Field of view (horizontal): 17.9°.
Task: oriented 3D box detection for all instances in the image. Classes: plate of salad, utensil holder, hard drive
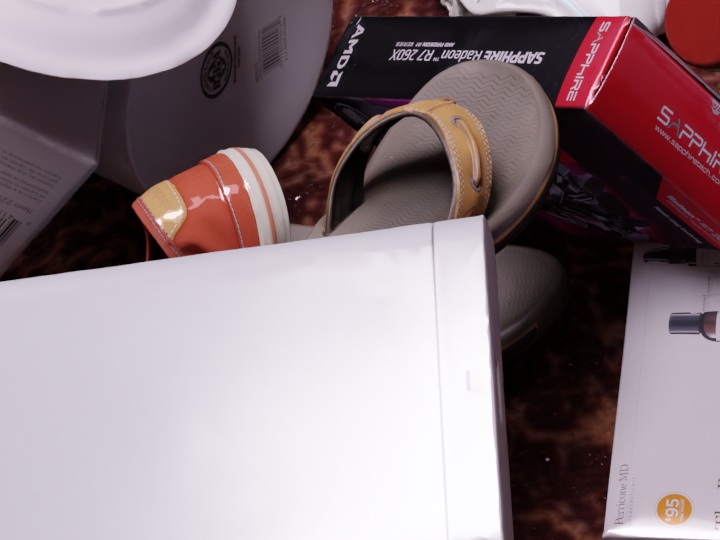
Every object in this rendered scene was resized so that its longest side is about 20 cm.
[{"bbox_3d":[-0.151,-0.154,1.038,0.198,0.048,0.201,17,45,-17],"label":"plate of salad"},{"bbox_3d":[-0.138,-0.141,1.187,0.199,0.171,0.170,28,61,30],"label":"utensil holder"},{"bbox_3d":[-0.049,0.055,0.799,0.198,0.027,0.133,-8,60,10],"label":"hard drive"}]

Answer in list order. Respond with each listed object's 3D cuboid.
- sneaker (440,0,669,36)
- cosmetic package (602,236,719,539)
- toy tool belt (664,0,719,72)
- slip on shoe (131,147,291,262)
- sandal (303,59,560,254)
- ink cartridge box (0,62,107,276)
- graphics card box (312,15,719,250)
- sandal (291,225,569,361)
[{"bbox_3d":[0.070,-0.158,1.214,0.199,0.071,0.080,28,64,32],"label":"sneaker"},{"bbox_3d":[0.158,0.050,1.022,0.082,0.051,0.201,-1,49,14],"label":"cosmetic package"},{"bbox_3d":[0.252,-0.085,1.090,0.199,0.126,0.122,32,21,33],"label":"toy tool belt"},{"bbox_3d":[-0.064,0.045,0.934,0.061,0.202,0.074,-14,35,-21],"label":"slip on shoe"},{"bbox_3d":[0.015,-0.030,0.888,0.081,0.055,0.200,14,42,32],"label":"sandal"},{"bbox_3d":[-0.231,-0.050,1.081,0.200,0.147,0.086,-41,35,37],"label":"ink cartridge box"},{"bbox_3d":[0.084,-0.064,1.040,0.199,0.125,0.051,11,70,53],"label":"graphics card box"},{"bbox_3d":[0.000,0.000,1.093,0.198,0.055,0.082,13,54,24],"label":"sandal"}]
